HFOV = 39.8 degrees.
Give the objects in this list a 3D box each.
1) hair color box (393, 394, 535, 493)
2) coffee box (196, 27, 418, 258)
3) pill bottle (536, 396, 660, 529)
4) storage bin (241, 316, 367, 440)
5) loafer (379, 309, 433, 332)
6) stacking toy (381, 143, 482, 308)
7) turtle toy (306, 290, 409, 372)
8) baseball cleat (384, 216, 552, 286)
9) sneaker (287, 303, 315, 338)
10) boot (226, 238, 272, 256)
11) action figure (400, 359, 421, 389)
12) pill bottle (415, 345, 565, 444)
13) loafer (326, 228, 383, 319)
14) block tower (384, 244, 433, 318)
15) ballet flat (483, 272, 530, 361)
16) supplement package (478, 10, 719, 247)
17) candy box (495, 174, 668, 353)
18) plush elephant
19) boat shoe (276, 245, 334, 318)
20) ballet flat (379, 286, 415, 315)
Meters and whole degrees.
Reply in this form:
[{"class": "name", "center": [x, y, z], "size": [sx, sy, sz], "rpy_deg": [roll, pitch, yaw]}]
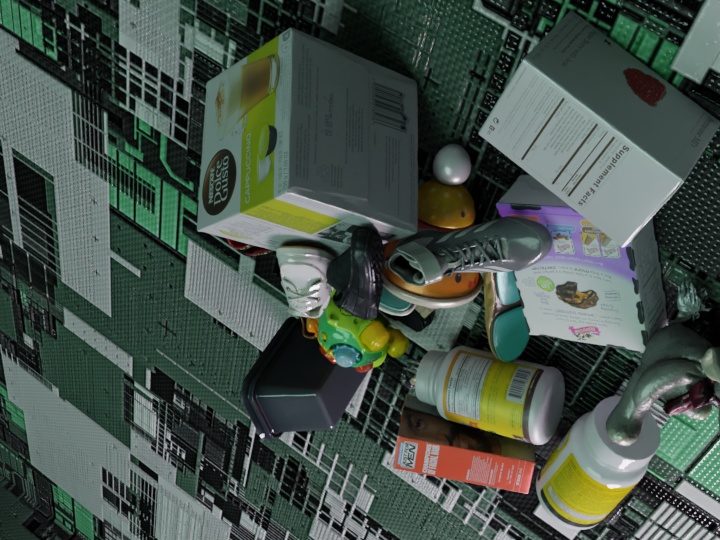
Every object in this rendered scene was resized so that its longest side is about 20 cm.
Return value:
[{"class": "hair color box", "center": [0.153, 0.252, 1.456], "size": [0.197, 0.111, 0.065], "rpy_deg": [9, 118, 5]}, {"class": "coffee box", "center": [-0.065, -0.141, 1.218], "size": [0.198, 0.202, 0.197], "rpy_deg": [14, 161, -38]}, {"class": "pill bottle", "center": [0.326, 0.265, 1.369], "size": [0.114, 0.114, 0.201], "rpy_deg": [34, 142, 12]}, {"class": "storage bin", "center": [-0.075, 0.182, 1.606], "size": [0.133, 0.200, 0.147], "rpy_deg": [-2, 125, 32]}, {"class": "loafer", "center": [0.019, 0.024, 1.468], "size": [0.200, 0.063, 0.072], "rpy_deg": [45, 143, -1]}, {"class": "stacking toy", "center": [0.101, -0.066, 1.277], "size": [0.145, 0.146, 0.202], "rpy_deg": [24, 123, 24]}, {"class": "turtle toy", "center": [-0.008, 0.096, 1.500], "size": [0.146, 0.101, 0.200], "rpy_deg": [45, -172, 27]}, {"class": "baseball cleat", "center": [0.122, -0.013, 1.166], "size": [0.198, 0.106, 0.070], "rpy_deg": [-7, 112, 33]}, {"class": "sneaker", "center": [-0.080, 0.021, 1.539], "size": [0.072, 0.085, 0.202], "rpy_deg": [13, 131, 36]}, {"class": "boot", "center": [-0.143, -0.089, 1.438], "size": [0.198, 0.151, 0.074], "rpy_deg": [6, 129, 39]}, {"class": "action figure", "center": [0.114, 0.210, 1.553], "size": [0.129, 0.069, 0.202], "rpy_deg": [30, 126, 28]}, {"class": "pill bottle", "center": [0.181, 0.171, 1.410], "size": [0.198, 0.109, 0.110], "rpy_deg": [12, 132, 31]}, {"class": "loafer", "center": [-0.009, 0.006, 1.220], "size": [0.069, 0.069, 0.201], "rpy_deg": [9, 157, 4]}, {"class": "block tower", "center": [0.042, -0.026, 1.408], "size": [0.200, 0.054, 0.058], "rpy_deg": [44, 142, 2]}, {"class": "ballet flat", "center": [0.194, 0.034, 1.327], "size": [0.063, 0.068, 0.202], "rpy_deg": [-115, 14, -47]}, {"class": "supplement package", "center": [0.250, -0.150, 1.046], "size": [0.199, 0.121, 0.120], "rpy_deg": [39, 142, 6]}, {"class": "candy box", "center": [0.270, -0.009, 1.200], "size": [0.166, 0.072, 0.202], "rpy_deg": [8, 129, 38]}, {"class": "plush elephant", "center": [0.405, 0.132, 1.134], "size": [0.155, 0.163, 0.202], "rpy_deg": [39, 125, 49]}, {"class": "boat shoe", "center": [-0.067, 0.019, 1.292], "size": [0.070, 0.070, 0.200], "rpy_deg": [5, 165, 10]}, {"class": "ballet flat", "center": [0.000, 0.000, 1.385], "size": [0.199, 0.069, 0.070], "rpy_deg": [36, 142, 18]}]
